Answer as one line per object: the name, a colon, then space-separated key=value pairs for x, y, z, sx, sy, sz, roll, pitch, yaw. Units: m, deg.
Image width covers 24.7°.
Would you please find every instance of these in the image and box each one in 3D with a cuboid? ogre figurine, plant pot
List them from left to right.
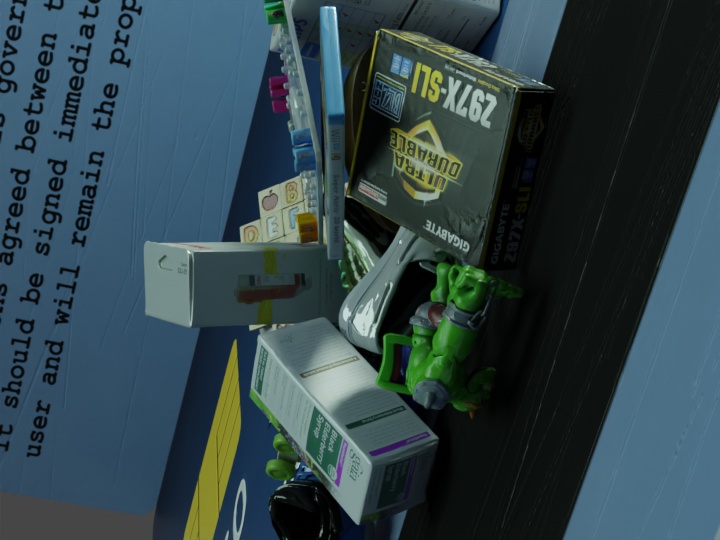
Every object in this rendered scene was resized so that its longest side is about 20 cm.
plant pot: x=0.027 y=-0.132 z=1.662 sx=0.200 sy=0.027 sz=0.200 roll=20 pitch=-113 yaw=-61
ogre figurine: x=0.073 y=0.056 z=1.378 sx=0.120 sy=0.098 sz=0.200 roll=-68 pitch=20 yaw=-1

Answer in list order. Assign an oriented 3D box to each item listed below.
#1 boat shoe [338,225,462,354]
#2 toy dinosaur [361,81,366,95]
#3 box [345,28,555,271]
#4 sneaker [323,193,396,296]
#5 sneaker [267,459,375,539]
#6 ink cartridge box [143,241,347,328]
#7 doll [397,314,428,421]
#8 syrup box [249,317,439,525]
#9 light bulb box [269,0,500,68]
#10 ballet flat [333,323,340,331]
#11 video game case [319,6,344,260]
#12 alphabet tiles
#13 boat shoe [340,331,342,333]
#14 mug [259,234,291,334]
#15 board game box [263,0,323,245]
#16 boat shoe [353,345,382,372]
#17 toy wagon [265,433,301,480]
boat shoe: x=0.063 y=-0.007 z=1.502 sx=0.065 sy=0.074 sz=0.200 roll=28 pitch=84 yaw=52
toy dinosaur: x=0.079 y=-0.158 z=1.591 sx=0.200 sy=0.135 sz=0.086 roll=-40 pitch=-61 yaw=-59
box: x=0.073 y=-0.108 z=1.420 sx=0.200 sy=0.049 sz=0.160 roll=33 pitch=116 yaw=48
sneaker: x=0.000 y=0.000 z=1.659 sx=0.089 sy=0.077 sz=0.200 roll=-54 pitch=47 yaw=26
sneaker: x=-0.042 y=0.208 z=1.665 sx=0.077 sy=0.111 sz=0.200 roll=-10 pitch=76 yaw=34
ink cartridge box: x=-0.115 y=0.013 z=1.742 sx=0.145 sy=0.200 sz=0.084 roll=8 pitch=98 yaw=63
doll: x=0.042 y=0.130 z=1.581 sx=0.137 sy=0.048 sz=0.200 roll=-108 pitch=25 yaw=-57
syrup box: x=-0.018 y=0.138 z=1.542 sx=0.200 sy=0.081 sz=0.079 roll=46 pitch=139 yaw=39
light bulb box: x=0.028 y=-0.298 z=1.705 sx=0.198 sy=0.200 sz=0.125 roll=130 pitch=150 yaw=-67
ballet flat: x=0.016 y=0.007 z=1.779 sx=0.200 sy=0.072 sz=0.072 roll=130 pitch=151 yaw=-52
video game case: x=-0.027 y=-0.127 z=1.545 sx=0.200 sy=0.018 sz=0.143 roll=91 pitch=176 yaw=-51
alphabet tiles: x=-0.071 y=-0.015 z=1.905 sx=0.166 sy=0.006 sz=0.200 roll=-20 pitch=66 yaw=32
boat shoe: x=-0.001 y=0.144 z=1.757 sx=0.069 sy=0.074 sz=0.200 roll=27 pitch=104 yaw=64
mug: x=-0.049 y=0.062 z=1.978 sx=0.149 sy=0.187 sz=0.153 roll=-19 pitch=59 yaw=26
board game box: x=-0.068 y=-0.152 z=1.663 sx=0.200 sy=0.026 sz=0.200 roll=91 pitch=168 yaw=-66
boat shoe: x=-0.005 y=0.103 z=1.667 sx=0.069 sy=0.084 sz=0.200 roll=96 pitch=-170 yaw=-56
toy wagon: x=-0.063 y=0.132 z=1.791 sx=0.200 sy=0.040 sz=0.155 roll=108 pitch=174 yaw=-58
